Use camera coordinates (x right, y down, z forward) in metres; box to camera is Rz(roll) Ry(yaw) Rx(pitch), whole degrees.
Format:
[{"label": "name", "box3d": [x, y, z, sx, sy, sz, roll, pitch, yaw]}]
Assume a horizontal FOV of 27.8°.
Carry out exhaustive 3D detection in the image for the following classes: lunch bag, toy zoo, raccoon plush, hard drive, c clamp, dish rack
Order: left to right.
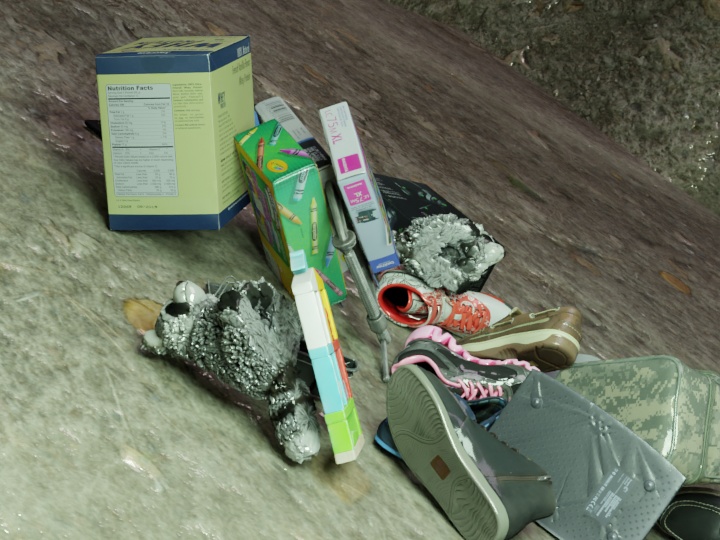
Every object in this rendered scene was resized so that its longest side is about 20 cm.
[{"label": "raccoon plush", "box3d": [-0.131, 0.100, 1.379, 0.097, 0.134, 0.201, 15, 56, -53]}, {"label": "dish rack", "box3d": [-0.093, 0.060, 1.562, 0.153, 0.055, 0.200, 23, 18, -19]}, {"label": "toy zoo", "box3d": [-0.034, 0.078, 1.386, 0.020, 0.201, 0.131, -14, -1, 3]}, {"label": "c clamp", "box3d": [0.000, 0.000, 1.659, 0.171, 0.027, 0.200, -98, 168, -56]}, {"label": "raccoon plush", "box3d": [0.088, -0.041, 1.868, 0.200, 0.097, 0.134, 23, 8, 5]}, {"label": "hard drive", "box3d": [0.226, 0.208, 1.512, 0.200, 0.135, 0.042, 36, 2, 27]}, {"label": "lunch bag", "box3d": [0.326, 0.182, 1.627, 0.168, 0.140, 0.200, 26, -24, -35]}]

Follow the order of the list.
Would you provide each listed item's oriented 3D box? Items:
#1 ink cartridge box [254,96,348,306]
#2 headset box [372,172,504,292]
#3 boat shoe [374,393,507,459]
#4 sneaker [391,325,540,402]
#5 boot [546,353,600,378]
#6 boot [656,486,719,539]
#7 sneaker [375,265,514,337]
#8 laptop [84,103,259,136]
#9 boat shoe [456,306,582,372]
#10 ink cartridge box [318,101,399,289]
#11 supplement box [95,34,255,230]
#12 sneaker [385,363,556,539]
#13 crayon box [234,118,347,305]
[{"label": "ink cartridge box", "box3d": [-0.062, -0.087, 1.803, 0.047, 0.200, 0.198, -25, 38, -12]}, {"label": "headset box", "box3d": [0.069, -0.055, 2.050, 0.174, 0.093, 0.200, 7, 27, -48]}, {"label": "boat shoe", "box3d": [0.086, 0.156, 1.539, 0.084, 0.069, 0.200, 37, 20, 25]}, {"label": "sneaker", "box3d": [0.123, 0.132, 1.645, 0.200, 0.079, 0.095, 20, 24, 23]}, {"label": "boot", "box3d": [0.219, 0.144, 1.787, 0.200, 0.096, 0.074, 13, 49, 35]}, {"label": "boot", "box3d": [0.425, 0.322, 1.592, 0.200, 0.073, 0.151, 29, 17, -16]}, {"label": "sneaker", "box3d": [0.110, 0.055, 1.857, 0.201, 0.067, 0.108, 25, 19, 1]}, {"label": "laptop", "box3d": [-0.236, -0.197, 1.970, 0.177, 0.103, 0.200, 34, 19, 19]}, {"label": "boat shoe", "box3d": [0.182, 0.084, 1.707, 0.202, 0.075, 0.075, -12, -43, 45]}, {"label": "ink cartridge box", "box3d": [0.003, -0.084, 1.674, 0.200, 0.042, 0.120, 72, 3, -49]}, {"label": "supplement box", "box3d": [-0.210, -0.166, 1.705, 0.134, 0.200, 0.200, 0, 15, 9]}, {"label": "sneaker", "box3d": [0.107, 0.178, 1.445, 0.106, 0.075, 0.200, -8, 61, -48]}, {"label": "crayon box", "box3d": [-0.081, -0.061, 1.699, 0.058, 0.200, 0.119, -24, 40, -14]}]
